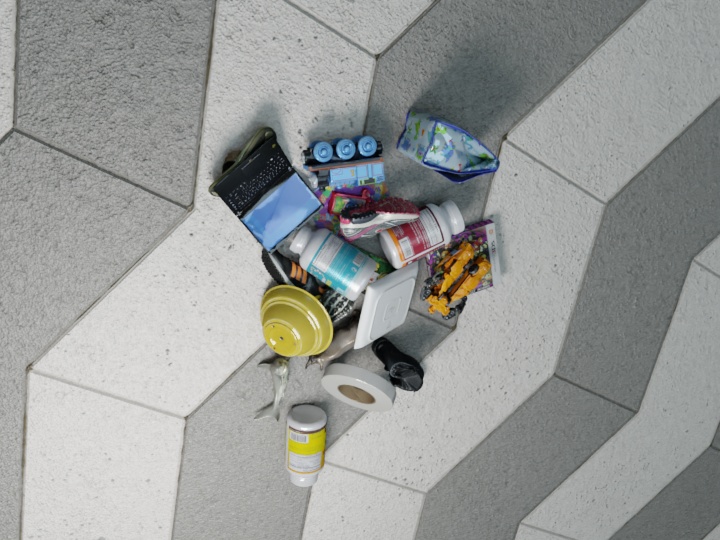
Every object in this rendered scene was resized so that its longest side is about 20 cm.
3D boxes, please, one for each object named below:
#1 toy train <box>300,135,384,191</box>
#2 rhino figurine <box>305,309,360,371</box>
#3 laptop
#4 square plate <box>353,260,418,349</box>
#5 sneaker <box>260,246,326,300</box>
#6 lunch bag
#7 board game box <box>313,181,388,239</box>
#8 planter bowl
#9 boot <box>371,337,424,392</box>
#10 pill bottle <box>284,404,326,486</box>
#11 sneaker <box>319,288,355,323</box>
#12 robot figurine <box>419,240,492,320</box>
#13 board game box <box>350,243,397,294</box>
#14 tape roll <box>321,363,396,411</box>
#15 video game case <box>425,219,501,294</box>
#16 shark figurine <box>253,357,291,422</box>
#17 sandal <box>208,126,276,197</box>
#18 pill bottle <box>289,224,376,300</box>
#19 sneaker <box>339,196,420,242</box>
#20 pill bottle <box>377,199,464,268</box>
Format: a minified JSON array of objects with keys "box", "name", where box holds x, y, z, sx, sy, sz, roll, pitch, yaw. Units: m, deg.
[{"box":[-0.038,-0.247,1.639,0.198,0.087,0.116,-10,104,-16],"name":"toy train"},{"box":[-0.064,0.188,1.816,0.199,0.087,0.060,-37,118,-2],"name":"rhino figurine"},{"box":[-0.202,-0.166,1.600,0.177,0.103,0.200,-42,153,-6],"name":"laptop"},{"box":[0.072,0.090,1.782,0.199,0.028,0.200,-25,137,-43],"name":"square plate"},{"box":[-0.160,0.003,1.728,0.090,0.070,0.201,-46,116,-22],"name":"sneaker"},{"box":[0.208,-0.286,1.670,0.198,0.170,0.129,11,107,-25],"name":"lunch bag"},{"box":[-0.020,-0.160,1.714,0.199,0.039,0.159,-36,118,-3],"name":"board game box"},{"box":[-0.172,0.142,1.698,0.198,0.084,0.202,13,124,20],"name":"planter bowl"},{"box":[0.122,0.274,1.871,0.076,0.168,0.200,-44,119,2],"name":"boot"},{"box":[-0.146,0.468,1.890,0.108,0.109,0.202,-3,113,-18],"name":"pill bottle"},{"box":[-0.083,0.104,1.778,0.077,0.089,0.200,41,104,-5],"name":"sneaker"},{"box":[0.239,0.030,1.833,0.145,0.058,0.200,40,94,-27],"name":"robot figurine"},{"box":[0.000,0.000,1.795,0.199,0.023,0.105,24,105,-26],"name":"board game box"},{"box":[-0.004,0.304,1.833,0.202,0.202,0.037,40,57,-28],"name":"tape roll"},{"box":[0.271,-0.021,1.877,0.198,0.036,0.183,-17,115,-12],"name":"video game case"},{"box":[-0.227,0.279,1.818,0.088,0.129,0.216,15,126,2],"name":"shark figurine"},{"box":[-0.265,-0.243,1.586,0.201,0.057,0.080,-48,154,6],"name":"sandal"},{"box":[-0.068,-0.025,1.686,0.199,0.111,0.111,34,99,0],"name":"pill bottle"},{"box":[0.045,-0.122,1.693,0.198,0.081,0.075,-9,127,-12],"name":"sneaker"},{"box":[0.151,-0.094,1.761,0.198,0.113,0.114,-25,118,-8],"name":"pill bottle"}]
